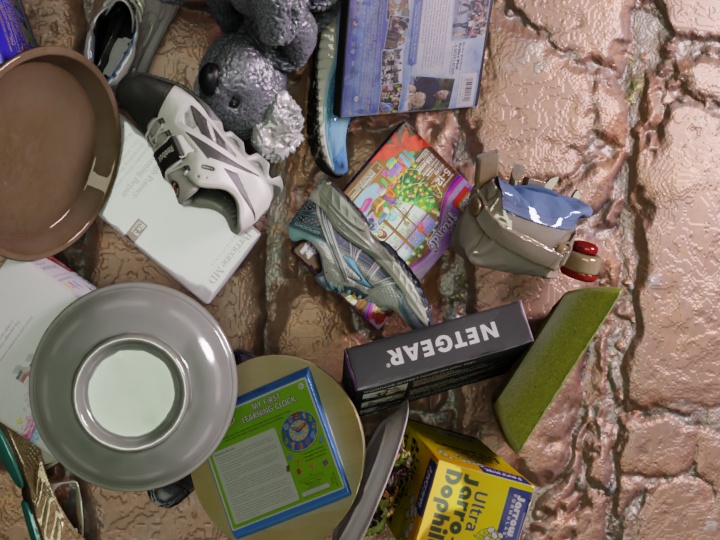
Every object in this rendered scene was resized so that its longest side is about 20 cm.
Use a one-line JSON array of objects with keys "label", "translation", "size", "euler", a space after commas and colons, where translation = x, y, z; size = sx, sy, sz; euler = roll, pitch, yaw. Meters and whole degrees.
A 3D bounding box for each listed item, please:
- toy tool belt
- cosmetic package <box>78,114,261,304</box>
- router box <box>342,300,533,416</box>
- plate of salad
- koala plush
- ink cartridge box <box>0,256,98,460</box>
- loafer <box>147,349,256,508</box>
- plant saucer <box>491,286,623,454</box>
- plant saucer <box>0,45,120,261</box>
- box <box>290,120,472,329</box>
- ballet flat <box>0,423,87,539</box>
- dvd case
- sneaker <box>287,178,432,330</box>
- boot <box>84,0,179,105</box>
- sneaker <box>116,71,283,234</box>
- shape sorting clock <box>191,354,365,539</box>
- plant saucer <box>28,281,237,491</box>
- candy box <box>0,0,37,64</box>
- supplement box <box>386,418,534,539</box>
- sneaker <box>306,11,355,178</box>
[{"label": "toy tool belt", "translation": [0.202, -0.060, 0.921], "size": [0.197, 0.125, 0.125], "euler": [8, 106, -22]}, {"label": "cosmetic package", "translation": [-0.213, -0.065, 0.902], "size": [0.199, 0.074, 0.102], "euler": [39, 87, -7]}, {"label": "router box", "translation": [0.080, 0.102, 0.910], "size": [0.197, 0.150, 0.052], "euler": [-15, 71, -8]}, {"label": "plate of salad", "translation": [0.018, 0.238, 0.882], "size": [0.047, 0.200, 0.203], "euler": [25, 88, -1]}, {"label": "koala plush", "translation": [-0.113, -0.227, 0.858], "size": [0.175, 0.183, 0.203], "euler": [25, 116, 22]}, {"label": "ink cartridge box", "translation": [-0.304, 0.095, 0.856], "size": [0.199, 0.145, 0.146], "euler": [37, 86, -9]}, {"label": "loafer", "translation": [-0.180, 0.179, 0.919], "size": [0.071, 0.063, 0.202], "euler": [33, 87, -7]}, {"label": "plant saucer", "translation": [0.206, 0.103, 0.919], "size": [0.048, 0.200, 0.201], "euler": [33, 87, 11]}, {"label": "plant saucer", "translation": [-0.302, -0.109, 0.767], "size": [0.029, 0.200, 0.203], "euler": [18, 89, 20]}, {"label": "box", "translation": [0.033, -0.053, 0.956], "size": [0.137, 0.039, 0.201], "euler": [41, 86, -9]}, {"label": "ballet flat", "translation": [-0.351, 0.234, 0.905], "size": [0.065, 0.070, 0.203], "euler": [-22, 99, -34]}, {"label": "dvd case", "translation": [0.061, -0.246, 0.897], "size": [0.197, 0.017, 0.145], "euler": [-11, 119, -32]}, {"label": "sneaker", "translation": [0.000, 0.000, 0.905], "size": [0.086, 0.078, 0.201], "euler": [-41, 90, 7]}, {"label": "boot", "translation": [-0.240, -0.279, 0.878], "size": [0.072, 0.096, 0.203], "euler": [17, 89, -9]}, {"label": "sneaker", "translation": [-0.176, -0.118, 0.836], "size": [0.199, 0.074, 0.089], "euler": [38, 54, -9]}, {"label": "shape sorting clock", "translation": [-0.089, 0.191, 0.861], "size": [0.196, 0.039, 0.204], "euler": [-1, 86, 15]}, {"label": "plant saucer", "translation": [-0.215, 0.113, 0.774], "size": [0.196, 0.050, 0.204], "euler": [0, 92, -10]}, {"label": "candy box", "translation": [-0.384, -0.252, 0.804], "size": [0.076, 0.200, 0.172], "euler": [-19, 94, -7]}, {"label": "supplement box", "translation": [0.095, 0.246, 0.895], "size": [0.108, 0.200, 0.111], "euler": [16, 89, -9]}, {"label": "sneaker", "translation": [-0.011, -0.206, 0.926], "size": [0.088, 0.078, 0.204], "euler": [5, 92, -12]}]
